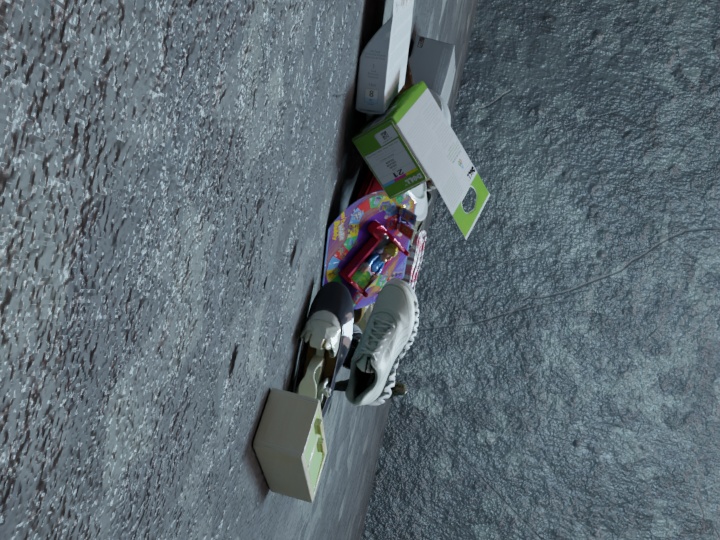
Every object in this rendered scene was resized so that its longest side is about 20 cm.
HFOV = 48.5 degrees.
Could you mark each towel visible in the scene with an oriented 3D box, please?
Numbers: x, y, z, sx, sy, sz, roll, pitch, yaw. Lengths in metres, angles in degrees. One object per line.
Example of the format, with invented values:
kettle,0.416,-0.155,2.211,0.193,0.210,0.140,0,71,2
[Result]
towel,0.049,0.018,1.449,0.030,0.145,0.203,13,89,-41

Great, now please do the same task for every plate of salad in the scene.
plate of salad,0.050,-0.168,1.234,0.200,0.048,0.202,48,31,-41

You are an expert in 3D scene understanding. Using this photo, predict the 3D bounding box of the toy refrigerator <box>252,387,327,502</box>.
toy refrigerator,-0.083,0.230,1.028,0.201,0.069,0.077,88,17,-59

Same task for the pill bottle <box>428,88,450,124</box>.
pill bottle,0.117,-0.276,1.523,0.200,0.109,0.113,47,56,-80

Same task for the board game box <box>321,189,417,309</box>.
board game box,0.022,-0.017,1.157,0.156,0.039,0.202,-16,129,-32

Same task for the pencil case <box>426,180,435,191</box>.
pencil case,0.107,-0.185,1.454,0.200,0.077,0.091,-11,-119,67

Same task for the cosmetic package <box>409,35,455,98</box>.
cosmetic package,0.142,-0.391,1.617,0.200,0.089,0.108,-28,133,-84

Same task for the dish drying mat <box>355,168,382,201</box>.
dish drying mat,0.044,-0.144,1.301,0.018,0.077,0.202,-31,-151,45

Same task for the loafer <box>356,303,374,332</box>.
loafer,0.001,0.065,1.399,0.076,0.067,0.203,37,48,-65

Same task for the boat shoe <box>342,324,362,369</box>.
boat shoe,-0.017,0.126,1.264,0.070,0.066,0.200,-44,167,-3

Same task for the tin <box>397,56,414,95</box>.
tin,0.075,-0.289,1.325,0.200,0.041,0.114,40,34,-81

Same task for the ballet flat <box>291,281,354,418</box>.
ballet flat,-0.054,0.116,1.075,0.073,0.072,0.203,-16,120,-81

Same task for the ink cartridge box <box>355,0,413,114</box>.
ink cartridge box,0.037,-0.339,1.115,0.160,0.047,0.203,-62,159,-60

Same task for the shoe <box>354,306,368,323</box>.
shoe,0.000,0.000,1.269,0.054,0.069,0.201,-56,168,-45

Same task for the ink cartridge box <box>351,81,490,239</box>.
ink cartridge box,0.093,-0.147,1.146,0.201,0.075,0.148,56,36,-16

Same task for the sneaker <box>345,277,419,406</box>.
sneaker,0.029,0.110,1.177,0.081,0.074,0.203,-3,110,-62

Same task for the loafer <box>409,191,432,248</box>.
loafer,0.065,-0.080,1.352,0.200,0.074,0.070,-53,160,-49

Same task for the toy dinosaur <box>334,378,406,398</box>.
toy dinosaur,0.006,0.175,1.304,0.199,0.048,0.089,-17,-148,49

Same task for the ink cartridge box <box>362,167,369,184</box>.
ink cartridge box,0.017,-0.096,1.348,0.120,0.041,0.202,89,17,-53
